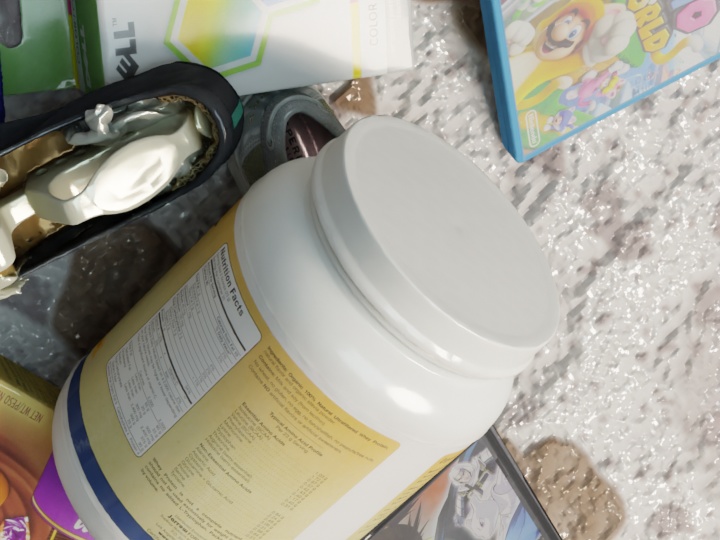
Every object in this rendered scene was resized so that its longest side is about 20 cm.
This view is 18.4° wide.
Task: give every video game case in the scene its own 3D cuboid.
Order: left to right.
[{"bbox_3d":[0.019,0.188,1.099,0.200,0.025,0.181,-41,130,-10],"label":"video game case"},{"bbox_3d":[0.149,-0.145,1.050,0.199,0.018,0.144,-28,142,-11],"label":"video game case"}]

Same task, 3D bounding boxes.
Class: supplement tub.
[{"bbox_3d":[-0.024,0.042,0.961,0.144,0.145,0.200,33,122,-25],"label":"supplement tub"}]

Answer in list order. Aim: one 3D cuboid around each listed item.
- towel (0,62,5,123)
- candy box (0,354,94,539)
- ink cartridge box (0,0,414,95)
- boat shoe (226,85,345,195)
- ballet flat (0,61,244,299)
[{"bbox_3d":[-0.227,-0.094,0.951,0.146,0.050,0.202,-5,108,-11],"label":"towel"},{"bbox_3d":[-0.146,0.123,1.035,0.199,0.056,0.117,34,92,-24],"label":"candy box"},{"bbox_3d":[-0.078,-0.132,0.984,0.198,0.059,0.105,-9,110,-17],"label":"ink cartridge box"},{"bbox_3d":[0.001,-0.002,1.048,0.074,0.065,0.203,-31,113,-9],"label":"boat shoe"},{"bbox_3d":[-0.139,-0.030,0.929,0.199,0.073,0.073,-25,112,-6],"label":"ballet flat"}]
